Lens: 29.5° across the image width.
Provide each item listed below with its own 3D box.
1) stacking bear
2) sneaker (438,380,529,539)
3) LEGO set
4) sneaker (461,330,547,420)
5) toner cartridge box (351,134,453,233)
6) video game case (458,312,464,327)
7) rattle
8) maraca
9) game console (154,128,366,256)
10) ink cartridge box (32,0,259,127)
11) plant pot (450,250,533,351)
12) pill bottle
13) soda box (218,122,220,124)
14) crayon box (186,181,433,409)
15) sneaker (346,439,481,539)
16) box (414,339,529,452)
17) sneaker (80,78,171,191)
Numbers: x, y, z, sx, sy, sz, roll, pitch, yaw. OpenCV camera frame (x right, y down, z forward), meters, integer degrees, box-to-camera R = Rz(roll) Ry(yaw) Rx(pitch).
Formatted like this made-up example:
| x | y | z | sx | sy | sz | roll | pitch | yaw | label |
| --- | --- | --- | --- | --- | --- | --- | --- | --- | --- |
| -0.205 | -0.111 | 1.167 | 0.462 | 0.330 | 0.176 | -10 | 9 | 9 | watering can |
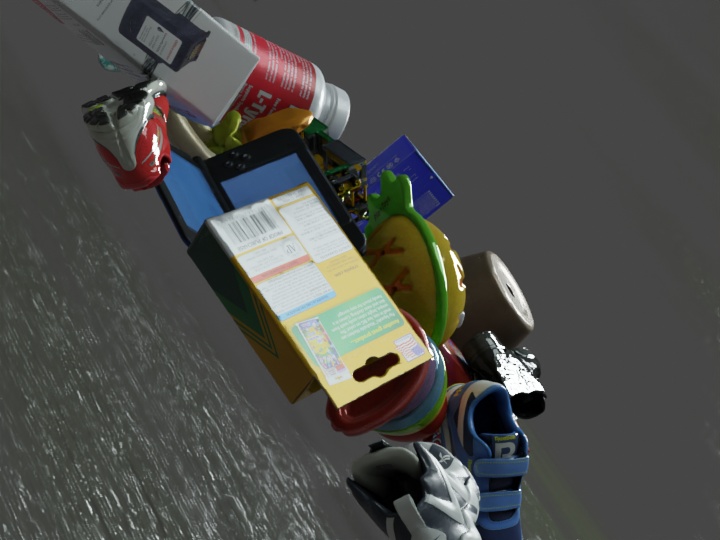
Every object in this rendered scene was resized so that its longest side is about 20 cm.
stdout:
| x | y | z | sx | sy | sz | roll | pitch | yaw | label |
| --- | --- | --- | --- | --- | --- | --- | --- | --- | --- |
| 0.033 | 0.114 | 1.332 | 0.200 | 0.113 | 0.122 | 55 | 12 | -65 | stacking bear |
| 0.129 | 0.205 | 1.376 | 0.074 | 0.082 | 0.201 | -2 | 73 | -30 | sneaker |
| -0.075 | -0.091 | 1.577 | 0.200 | 0.153 | 0.116 | 31 | -43 | 38 | LEGO set |
| 0.173 | 0.131 | 1.542 | 0.200 | 0.060 | 0.104 | 31 | 22 | -56 | sneaker |
| 0.007 | -0.065 | 1.666 | 0.095 | 0.200 | 0.043 | 46 | 7 | -41 | toner cartridge box |
| 0.000 | 0.000 | 1.551 | 0.181 | 0.023 | 0.200 | 9 | 22 | -27 | video game case |
| -0.171 | -0.199 | 1.463 | 0.201 | 0.142 | 0.130 | 58 | 25 | -5 | rattle |
| 0.045 | -0.005 | 1.408 | 0.106 | 0.137 | 0.201 | -3 | 62 | -28 | maraca |
| -0.111 | -0.082 | 1.319 | 0.119 | 0.170 | 0.200 | 80 | -17 | -50 | game console |
| -0.210 | -0.234 | 1.308 | 0.200 | 0.085 | 0.145 | 38 | -4 | -24 | ink cartridge box |
| 0.115 | 0.067 | 1.693 | 0.201 | 0.174 | 0.201 | 54 | 16 | -22 | plant pot |
| -0.116 | -0.217 | 1.656 | 0.199 | 0.113 | 0.112 | 22 | 23 | -32 | pill bottle |
| -0.185 | -0.230 | 1.784 | 0.200 | 0.068 | 0.064 | 55 | 8 | 21 | soda box |
| -0.044 | 0.029 | 1.196 | 0.125 | 0.052 | 0.200 | -23 | 71 | -41 | crayon box |
| 0.041 | 0.176 | 1.165 | 0.130 | 0.079 | 0.199 | 58 | 14 | -25 | sneaker |
| 0.092 | 0.148 | 1.565 | 0.200 | 0.100 | 0.096 | 51 | 7 | -17 | box |
| -0.198 | -0.112 | 1.185 | 0.200 | 0.077 | 0.085 | -99 | 171 | -74 | sneaker |
